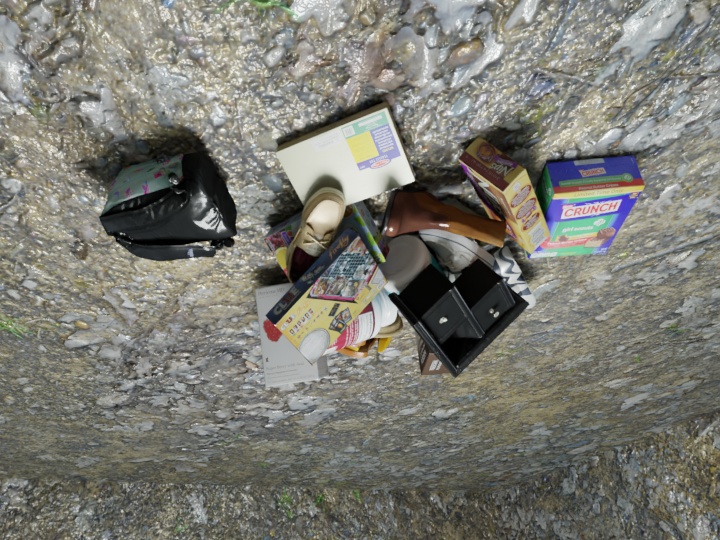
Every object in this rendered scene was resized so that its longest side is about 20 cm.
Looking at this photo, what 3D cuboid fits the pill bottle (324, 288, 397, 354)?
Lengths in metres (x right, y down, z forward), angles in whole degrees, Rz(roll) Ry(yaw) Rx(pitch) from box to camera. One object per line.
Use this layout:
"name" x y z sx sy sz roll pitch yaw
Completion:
"pill bottle" -0.030 0.088 1.091 0.195 0.115 0.114 -15 155 -31

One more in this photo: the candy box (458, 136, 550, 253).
"candy box" 0.251 -0.126 0.965 0.056 0.117 0.200 -43 140 3

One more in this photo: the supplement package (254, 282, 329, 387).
"supplement package" -0.145 0.134 1.198 0.117 0.207 0.120 -9 172 7

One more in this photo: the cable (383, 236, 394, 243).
"cable" 0.000 0.000 1.166 0.197 0.071 0.199 21 138 -35

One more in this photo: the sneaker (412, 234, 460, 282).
"sneaker" 0.189 -0.028 1.157 0.089 0.068 0.198 -25 140 31

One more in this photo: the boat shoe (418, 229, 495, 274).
"boat shoe" 0.182 -0.026 1.061 0.196 0.067 0.073 24 172 -31

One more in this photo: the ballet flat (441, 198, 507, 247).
"ballet flat" 0.222 -0.078 1.088 0.196 0.065 0.067 18 135 -33

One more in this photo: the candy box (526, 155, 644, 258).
"candy box" 0.409 -0.113 1.054 0.163 0.079 0.202 -5 146 -1

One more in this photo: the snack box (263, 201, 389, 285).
"snack box" -0.064 -0.049 1.039 0.196 0.053 0.144 -23 112 25

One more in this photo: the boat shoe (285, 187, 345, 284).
"boat shoe" -0.077 -0.050 0.950 0.072 0.071 0.202 14 136 -17

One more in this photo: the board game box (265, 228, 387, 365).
"board game box" -0.052 0.046 0.952 0.200 0.034 0.136 -46 136 -11

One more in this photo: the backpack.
"backpack" -0.313 -0.103 0.907 0.194 0.129 0.169 -11 136 10

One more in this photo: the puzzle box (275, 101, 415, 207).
"puzzle box" -0.022 -0.173 0.903 0.195 0.026 0.135 -16 125 17

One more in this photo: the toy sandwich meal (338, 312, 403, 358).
"toy sandwich meal" 0.002 0.119 1.237 0.199 0.206 0.072 7 112 -19

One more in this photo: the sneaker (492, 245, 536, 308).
"sneaker" 0.308 0.043 1.253 0.127 0.081 0.199 -29 141 14

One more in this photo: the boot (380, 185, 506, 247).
"boot" 0.140 -0.070 0.927 0.195 0.188 0.070 23 109 14

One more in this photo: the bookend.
"bookend" 0.182 0.055 1.011 0.199 0.092 0.199 -42 133 -3

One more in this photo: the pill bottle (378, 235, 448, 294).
"pill bottle" 0.116 0.031 1.091 0.108 0.113 0.200 -21 138 22

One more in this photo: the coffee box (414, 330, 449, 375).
"coffee box" 0.165 0.112 1.241 0.077 0.205 0.116 -2 148 -6
